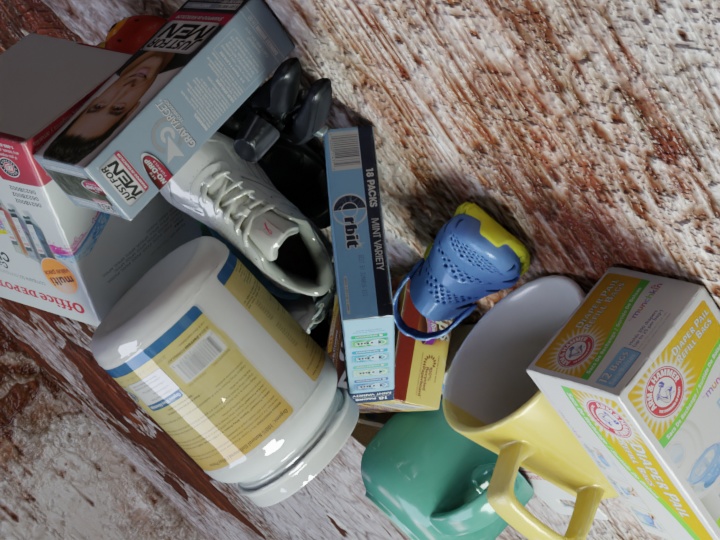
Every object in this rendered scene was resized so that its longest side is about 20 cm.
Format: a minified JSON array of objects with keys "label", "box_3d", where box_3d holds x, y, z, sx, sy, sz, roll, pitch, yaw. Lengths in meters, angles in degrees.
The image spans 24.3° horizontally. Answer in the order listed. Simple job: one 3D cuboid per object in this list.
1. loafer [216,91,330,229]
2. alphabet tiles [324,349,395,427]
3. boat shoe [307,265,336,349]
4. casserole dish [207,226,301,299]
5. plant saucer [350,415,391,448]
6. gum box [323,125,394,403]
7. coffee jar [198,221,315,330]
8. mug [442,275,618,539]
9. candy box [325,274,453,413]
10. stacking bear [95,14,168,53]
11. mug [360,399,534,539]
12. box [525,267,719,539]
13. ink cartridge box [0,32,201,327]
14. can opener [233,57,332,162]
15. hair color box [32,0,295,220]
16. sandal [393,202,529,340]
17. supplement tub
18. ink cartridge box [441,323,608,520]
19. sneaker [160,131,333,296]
[{"label":"loafer","box_3d":[-0.080,-0.113,1.476,0.200,0.073,0.072,47,-159,-38]},{"label":"alphabet tiles","box_3d":[-0.022,0.116,1.739,0.200,0.006,0.166,13,-160,-21]},{"label":"boat shoe","box_3d":[-0.048,0.034,1.695,0.200,0.073,0.062,90,166,-75]},{"label":"casserole dish","box_3d":[-0.101,-0.064,1.523,0.121,0.039,0.200,3,-130,-57]},{"label":"plant saucer","box_3d":[0.069,0.176,1.768,0.200,0.035,0.200,26,-169,-5]},{"label":"gum box","box_3d":[0.000,0.000,1.411,0.044,0.170,0.200,-6,157,-1]},{"label":"coffee jar","box_3d":[-0.115,-0.008,1.591,0.200,0.085,0.104,63,146,31]},{"label":"mug","box_3d":[0.160,0.122,1.342,0.153,0.187,0.149,40,172,-25]},{"label":"candy box","box_3d":[0.022,0.074,1.584,0.056,0.117,0.200,13,170,-17]},{"label":"stacking bear","box_3d":[-0.208,-0.171,1.521,0.114,0.121,0.200,45,155,-7]},{"label":"mug","box_3d":[0.072,0.200,1.583,0.152,0.114,0.185,42,174,16]},{"label":"box","box_3d":[0.233,0.108,1.245,0.101,0.113,0.200,14,147,55]},{"label":"ink cartridge box","box_3d":[-0.257,-0.078,1.452,0.145,0.145,0.200,14,136,36]},{"label":"can opener","box_3d":[-0.050,-0.126,1.306,0.063,0.079,0.200,25,169,-9]},{"label":"hair color box","box_3d":[-0.156,-0.135,1.329,0.099,0.200,0.061,14,148,54]},{"label":"sandal","box_3d":[0.078,0.009,1.377,0.079,0.087,0.200,41,161,4]},{"label":"supplement tub","box_3d":[-0.111,0.086,1.400,0.200,0.145,0.145,48,161,-14]},{"label":"ink cartridge box","box_3d":[0.158,0.139,1.549,0.200,0.067,0.116,45,163,-11]},{"label":"sneaker","box_3d":[-0.090,-0.050,1.391,0.200,0.078,0.099,38,179,-20]}]
